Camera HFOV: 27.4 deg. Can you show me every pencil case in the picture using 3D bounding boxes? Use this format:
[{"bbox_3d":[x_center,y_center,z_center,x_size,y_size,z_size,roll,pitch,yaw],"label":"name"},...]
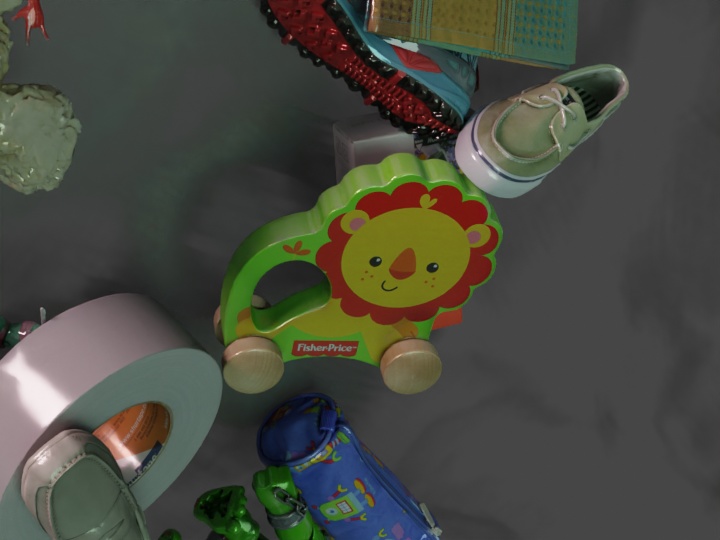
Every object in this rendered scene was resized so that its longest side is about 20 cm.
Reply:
[{"bbox_3d":[-0.004,0.187,1.232,0.086,0.078,0.200,-22,126,22],"label":"pencil case"}]

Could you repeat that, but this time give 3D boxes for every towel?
[{"bbox_3d":[0.087,-0.229,1.061,0.198,0.022,0.148,2,94,-39],"label":"towel"}]

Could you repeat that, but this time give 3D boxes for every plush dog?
[{"bbox_3d":[-0.278,-0.141,0.901,0.159,0.171,0.202,-21,118,-36],"label":"plush dog"}]

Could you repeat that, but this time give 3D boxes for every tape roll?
[{"bbox_3d":[-0.196,0.114,1.066,0.200,0.066,0.201,-37,153,-22],"label":"tape roll"}]

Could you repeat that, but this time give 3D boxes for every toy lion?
[{"bbox_3d":[0.000,0.000,1.083,0.198,0.069,0.193,1,129,-14],"label":"toy lion"}]

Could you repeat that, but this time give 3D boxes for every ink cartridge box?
[{"bbox_3d":[0.041,-0.027,1.167,0.108,0.050,0.202,-13,118,-18],"label":"ink cartridge box"}]

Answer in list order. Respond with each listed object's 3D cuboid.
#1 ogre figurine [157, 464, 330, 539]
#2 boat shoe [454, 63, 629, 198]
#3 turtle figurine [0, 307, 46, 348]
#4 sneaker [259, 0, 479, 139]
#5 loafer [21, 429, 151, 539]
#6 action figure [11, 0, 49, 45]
[{"bbox_3d":[-0.101,0.238,1.203,0.120,0.098,0.200,36,98,-33],"label":"ogre figurine"},{"bbox_3d":[0.138,-0.115,1.108,0.072,0.200,0.062,49,129,4],"label":"boat shoe"},{"bbox_3d":[-0.284,0.060,1.034,0.149,0.101,0.202,-12,129,-35],"label":"turtle figurine"},{"bbox_3d":[0.006,-0.187,1.075,0.200,0.079,0.096,40,59,-21],"label":"sneaker"},{"bbox_3d":[-0.179,0.172,1.015,0.070,0.070,0.201,-41,154,-15],"label":"loafer"},{"bbox_3d":[-0.171,-0.212,0.974,0.198,0.065,0.100,-12,109,-18],"label":"action figure"}]
